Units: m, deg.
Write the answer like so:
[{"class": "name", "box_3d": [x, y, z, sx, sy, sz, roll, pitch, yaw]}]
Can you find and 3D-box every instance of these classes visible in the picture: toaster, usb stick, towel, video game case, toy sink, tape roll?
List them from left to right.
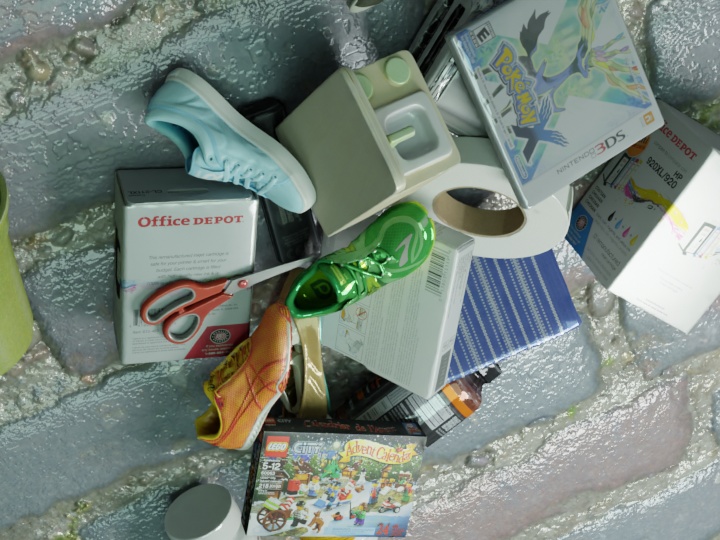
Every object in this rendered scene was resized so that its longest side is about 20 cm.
[{"class": "usb stick", "box_3d": [-0.088, -0.095, 1.491, 0.055, 0.033, 0.202, -23, 125, -14]}, {"class": "toy sink", "box_3d": [0.016, -0.134, 1.369, 0.111, 0.200, 0.131, -27, 88, -25]}, {"class": "toaster", "box_3d": [0.127, -0.217, 1.440, 0.128, 0.114, 0.201, 23, 112, -25]}, {"class": "tape roll", "box_3d": [0.135, -0.078, 1.499, 0.200, 0.037, 0.203, 10, 153, 5]}, {"class": "towel", "box_3d": [0.147, 0.036, 1.605, 0.198, 0.024, 0.146, -22, 83, -3]}, {"class": "video game case", "box_3d": [0.202, -0.193, 1.386, 0.181, 0.022, 0.201, -31, 109, -11]}]

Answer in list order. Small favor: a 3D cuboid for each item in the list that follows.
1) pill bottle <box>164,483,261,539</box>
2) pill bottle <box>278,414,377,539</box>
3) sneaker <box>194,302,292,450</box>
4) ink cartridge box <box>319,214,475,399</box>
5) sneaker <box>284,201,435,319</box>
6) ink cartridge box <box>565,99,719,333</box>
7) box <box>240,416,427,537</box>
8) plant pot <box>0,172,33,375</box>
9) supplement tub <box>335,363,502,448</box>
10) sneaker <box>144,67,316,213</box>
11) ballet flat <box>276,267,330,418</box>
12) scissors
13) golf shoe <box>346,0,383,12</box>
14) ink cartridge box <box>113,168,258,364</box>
[{"class": "pill bottle", "box_3d": [-0.169, 0.369, 1.700, 0.109, 0.110, 0.201, -23, 125, -3]}, {"class": "pill bottle", "box_3d": [-0.048, 0.273, 1.682, 0.108, 0.110, 0.201, -26, 124, -1]}, {"class": "sneaker", "box_3d": [-0.128, 0.120, 1.490, 0.076, 0.073, 0.201, 13, 119, -23]}, {"class": "ink cartridge box", "box_3d": [0.032, 0.024, 1.547, 0.043, 0.172, 0.202, -31, 138, -48]}, {"class": "sneaker", "box_3d": [0.000, 0.000, 1.464, 0.199, 0.084, 0.074, -35, 95, 24]}, {"class": "ink cartridge box", "box_3d": [0.366, -0.065, 1.589, 0.144, 0.148, 0.201, 26, 110, -29]}, {"class": "box", "box_3d": [-0.032, 0.242, 1.578, 0.198, 0.038, 0.138, 4, 111, -18]}, {"class": "plant pot", "box_3d": [-0.420, 0.013, 1.368, 0.198, 0.201, 0.185, -20, 137, -5]}, {"class": "supplement tub", "box_3d": [0.074, 0.155, 1.653, 0.199, 0.107, 0.107, -37, 124, 5]}, {"class": "sneaker", "box_3d": [-0.139, -0.113, 1.398, 0.199, 0.074, 0.082, 39, 66, -5]}, {"class": "ballet flat", "box_3d": [-0.075, 0.095, 1.574, 0.063, 0.068, 0.202, -19, 116, -25]}, {"class": "scissors", "box_3d": [-0.140, 0.013, 1.449, 0.199, 0.014, 0.073, -30, 125, 3]}, {"class": "golf shoe", "box_3d": [-0.029, -0.336, 1.339, 0.088, 0.078, 0.200, -38, 124, 16]}, {"class": "ink cartridge box", "box_3d": [-0.193, -0.007, 1.477, 0.144, 0.083, 0.202, -3, 122, -17]}]
